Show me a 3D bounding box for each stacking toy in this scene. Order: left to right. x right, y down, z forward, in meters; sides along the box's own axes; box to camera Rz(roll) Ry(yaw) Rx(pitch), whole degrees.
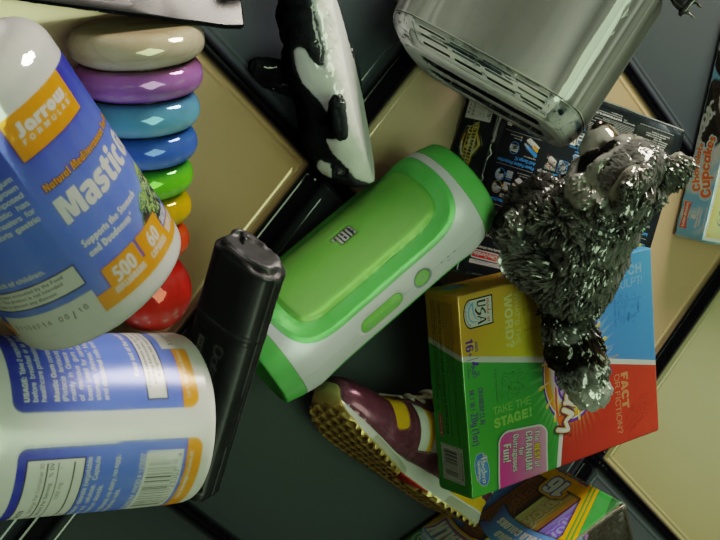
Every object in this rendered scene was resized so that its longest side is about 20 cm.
[{"bbox_3d":[-0.135,-0.057,0.820,0.085,0.085,0.202,-14,115,-29],"label":"stacking toy"}]

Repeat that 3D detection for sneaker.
[{"bbox_3d":[0.041,0.116,0.985,0.200,0.075,0.091,43,69,-39],"label":"sneaker"}]

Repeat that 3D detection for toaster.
[{"bbox_3d":[0.119,-0.175,0.892,0.130,0.199,0.114,-59,167,2],"label":"toaster"}]

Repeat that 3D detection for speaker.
[{"bbox_3d":[0.000,0.000,0.905,0.200,0.088,0.089,-41,120,-12],"label":"speaker"}]

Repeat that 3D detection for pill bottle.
[{"bbox_3d":[-0.193,-0.064,0.696,0.112,0.112,0.201,-41,123,-17],"label":"pill bottle"},{"bbox_3d":[-0.200,0.095,0.793,0.199,0.112,0.113,1,101,-32],"label":"pill bottle"}]

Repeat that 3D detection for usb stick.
[{"bbox_3d":[-0.095,0.067,0.851,0.033,0.055,0.201,-22,139,-50],"label":"usb stick"}]

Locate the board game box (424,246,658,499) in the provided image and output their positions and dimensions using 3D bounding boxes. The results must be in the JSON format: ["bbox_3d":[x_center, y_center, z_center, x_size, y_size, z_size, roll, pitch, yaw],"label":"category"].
[{"bbox_3d":[0.143,0.071,0.980,0.199,0.040,0.154,-13,104,-33],"label":"board game box"}]

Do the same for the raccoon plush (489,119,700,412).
[{"bbox_3d":[0.183,-0.004,0.889,0.097,0.133,0.201,-39,110,-36],"label":"raccoon plush"}]

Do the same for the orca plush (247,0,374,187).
[{"bbox_3d":[-0.044,-0.138,0.857,0.070,0.106,0.201,-9,141,9],"label":"orca plush"}]

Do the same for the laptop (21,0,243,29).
[{"bbox_3d":[-0.138,-0.260,0.741,0.176,0.103,0.202,1,71,-32],"label":"laptop"}]

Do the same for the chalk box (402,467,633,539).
[{"bbox_3d":[0.113,0.264,1.033,0.199,0.124,0.126,-29,117,-23],"label":"chalk box"}]

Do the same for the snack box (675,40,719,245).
[{"bbox_3d":[0.352,-0.119,1.139,0.115,0.037,0.202,7,98,-34],"label":"snack box"}]

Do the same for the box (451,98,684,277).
[{"bbox_3d":[0.158,-0.062,1.023,0.199,0.046,0.160,12,96,-34],"label":"box"}]
